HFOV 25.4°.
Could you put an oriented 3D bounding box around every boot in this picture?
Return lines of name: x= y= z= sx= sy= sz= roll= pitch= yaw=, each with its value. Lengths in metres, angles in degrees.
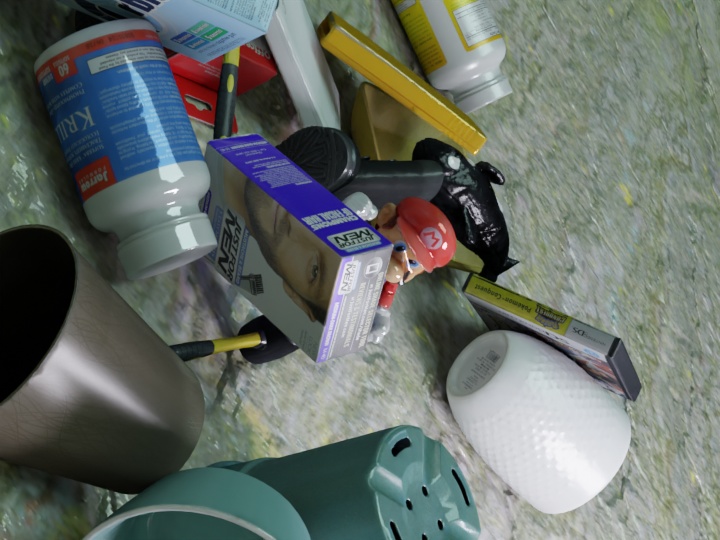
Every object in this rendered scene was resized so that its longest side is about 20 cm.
boot: x=0.006 y=-0.091 z=1.563 sx=0.199 sy=0.164 sz=0.066 roll=6 pitch=80 yaw=-40

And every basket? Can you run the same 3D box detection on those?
basket: x=-0.213 y=0.080 z=1.168 sx=0.200 sy=0.180 sz=0.136 roll=38 pitch=17 yaw=-51

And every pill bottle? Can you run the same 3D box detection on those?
pill bottle: x=-0.192 y=-0.100 z=1.351 sx=0.112 sy=0.112 sz=0.201 roll=-12 pitch=79 yaw=-58
pill bottle: x=0.111 y=-0.293 z=1.946 sx=0.104 sy=0.104 sz=0.201 roll=-29 pitch=95 yaw=-59

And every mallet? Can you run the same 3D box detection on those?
mallet: x=-0.110 y=-0.194 z=1.477 sx=0.065 sy=0.041 sz=0.202 roll=5 pitch=75 yaw=-26
mallet: x=-0.120 y=0.063 z=1.382 sx=0.199 sy=0.066 sz=0.041 roll=-6 pitch=76 yaw=-57

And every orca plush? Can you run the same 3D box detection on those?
orca plush: x=0.107 y=-0.046 z=1.694 sx=0.071 sy=0.104 sz=0.201 roll=-82 pitch=161 yaw=-47

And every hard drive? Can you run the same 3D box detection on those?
hard drive: x=-0.061 y=-0.219 z=1.628 sx=0.132 sy=0.026 sz=0.201 roll=-92 pitch=164 yaw=-47

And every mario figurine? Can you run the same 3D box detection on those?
mario figurine: x=0.000 y=0.000 z=1.490 sx=0.123 sy=0.199 sz=0.107 roll=19 pitch=54 yaw=-50

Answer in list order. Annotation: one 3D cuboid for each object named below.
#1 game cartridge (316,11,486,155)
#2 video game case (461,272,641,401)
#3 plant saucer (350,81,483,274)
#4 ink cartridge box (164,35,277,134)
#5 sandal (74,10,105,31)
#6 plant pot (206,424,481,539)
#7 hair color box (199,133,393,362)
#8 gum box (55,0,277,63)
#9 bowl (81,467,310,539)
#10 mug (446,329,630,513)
game cartridge: x=0.041 y=-0.202 z=1.718 sx=0.200 sy=0.033 sz=0.176 roll=37 pitch=9 yaw=-10
video game case: x=0.212 y=0.076 z=1.750 sx=0.026 sy=0.180 sz=0.200 roll=-62 pitch=158 yaw=-9
plant saucer: x=0.060 y=-0.092 z=1.790 sx=0.199 sy=0.048 sz=0.201 roll=15 pitch=57 yaw=-53
ink cartridge box: x=-0.148 y=-0.246 z=1.558 sx=0.116 sy=0.067 sz=0.201 roll=17 pitch=57 yaw=-51
sandal: x=-0.197 y=-0.271 z=1.484 sx=0.075 sy=0.045 sz=0.201 roll=24 pitch=58 yaw=6
plant pot: x=-0.018 y=0.226 z=1.319 sx=0.200 sy=0.195 sz=0.201 roll=36 pitch=41 yaw=-40
hair color box: x=-0.066 y=-0.023 z=1.394 sx=0.065 sy=0.110 sz=0.200 roll=-15 pitch=41 yaw=-40
gum box: x=-0.188 y=-0.241 z=1.340 sx=0.199 sy=0.170 sz=0.045 roll=22 pitch=80 yaw=-22
bowl: x=-0.113 y=0.227 z=1.187 sx=0.201 sy=0.200 sz=0.105 roll=54 pitch=23 yaw=-19
mug: x=0.176 y=0.141 z=1.741 sx=0.175 sy=0.148 sz=0.200 roll=42 pitch=11 yaw=-25
